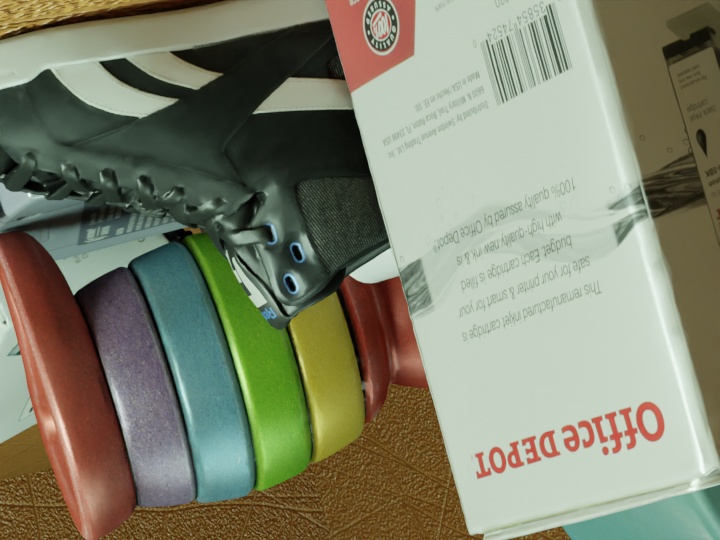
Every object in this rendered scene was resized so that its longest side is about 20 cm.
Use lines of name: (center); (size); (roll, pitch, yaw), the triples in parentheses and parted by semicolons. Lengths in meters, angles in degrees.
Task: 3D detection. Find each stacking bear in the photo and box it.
stacking bear: (-0.033, 0.028, 1.085); (0.199, 0.114, 0.122); (-17, 131, -11)

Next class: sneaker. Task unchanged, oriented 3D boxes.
sneaker: (-0.064, -0.029, 0.913); (0.198, 0.113, 0.073); (-14, 174, -13)

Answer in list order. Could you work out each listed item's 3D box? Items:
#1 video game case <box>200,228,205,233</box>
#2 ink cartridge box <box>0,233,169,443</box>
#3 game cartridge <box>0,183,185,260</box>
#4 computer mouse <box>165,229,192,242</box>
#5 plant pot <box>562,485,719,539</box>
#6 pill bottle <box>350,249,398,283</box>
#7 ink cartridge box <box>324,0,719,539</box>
video game case: (0.012, -0.034, 1.452); (0.180, 0.046, 0.200); (-15, 175, 3)
ink cartridge box: (-0.191, 0.047, 1.285); (0.173, 0.044, 0.200); (-30, 168, -27)
game cartridge: (-0.097, -0.041, 1.118); (0.132, 0.042, 0.200); (-11, 174, -9)
computer mouse: (-0.193, 0.024, 1.425); (0.199, 0.046, 0.140); (-24, 168, -35)
plant pot: (0.159, 0.067, 1.256); (0.141, 0.142, 0.200); (23, 168, 33)
pill bottle: (0.079, -0.062, 0.994); (0.199, 0.112, 0.111); (-17, 174, 22)
ink cartridge box: (0.076, -0.027, 0.857); (0.082, 0.202, 0.147); (-12, 174, -30)
